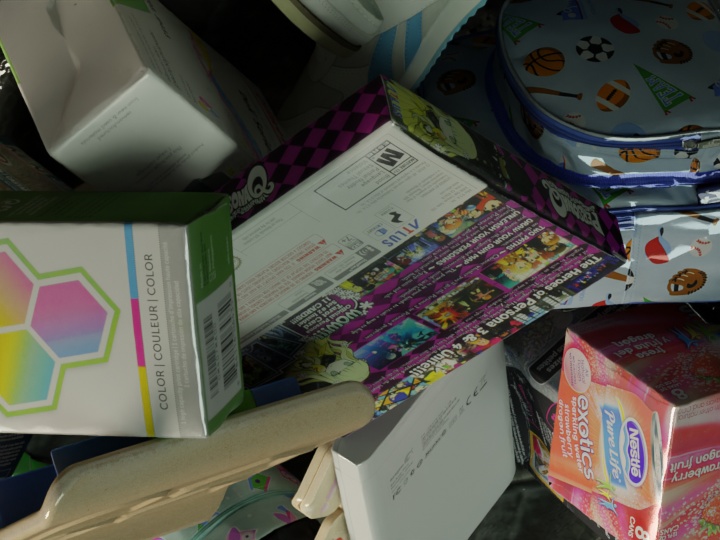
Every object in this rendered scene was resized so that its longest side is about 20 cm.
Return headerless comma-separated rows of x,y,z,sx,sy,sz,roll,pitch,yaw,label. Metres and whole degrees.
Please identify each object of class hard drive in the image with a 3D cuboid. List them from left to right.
0.040,0.108,1.466,0.132,0.027,0.200,-50,154,-23,hard drive

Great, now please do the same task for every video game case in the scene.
0.000,0.000,1.264,0.200,0.036,0.181,-34,138,30,video game case

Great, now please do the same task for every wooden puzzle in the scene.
-0.113,0.102,1.282,0.184,0.047,0.200,-16,169,-32,wooden puzzle

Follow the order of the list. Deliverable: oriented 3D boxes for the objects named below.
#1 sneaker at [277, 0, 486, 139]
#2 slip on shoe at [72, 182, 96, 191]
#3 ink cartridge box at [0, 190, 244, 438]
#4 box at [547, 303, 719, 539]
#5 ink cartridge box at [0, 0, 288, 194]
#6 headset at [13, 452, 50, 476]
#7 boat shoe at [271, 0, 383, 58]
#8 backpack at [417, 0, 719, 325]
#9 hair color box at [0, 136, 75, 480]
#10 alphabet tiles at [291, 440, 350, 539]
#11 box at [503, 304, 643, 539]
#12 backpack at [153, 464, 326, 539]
0.012,-0.144,1.314,0.081,0.077,0.200,30,118,-19,sneaker
-0.172,0.021,1.374,0.076,0.061,0.200,27,107,-26,slip on shoe
-0.158,0.019,1.210,0.199,0.059,0.104,1,107,18,ink cartridge box
0.210,0.072,1.394,0.199,0.095,0.103,-13,123,-32,box
-0.089,-0.067,1.290,0.067,0.117,0.200,-38,139,11,ink cartridge box
-0.115,0.083,1.436,0.199,0.094,0.124,-27,139,15,headset
-0.042,-0.185,1.215,0.068,0.075,0.200,-37,124,8,boat shoe
0.122,-0.063,1.365,0.189,0.200,0.155,-13,131,-8,backpack
-0.207,0.041,1.307,0.201,0.100,0.060,-61,157,15,hair color box
0.029,0.088,1.471,0.200,0.015,0.196,-3,120,-63,alphabet tiles
0.191,0.048,1.517,0.200,0.115,0.133,-36,140,-18,box
-0.071,0.201,1.546,0.167,0.126,0.200,-41,142,-19,backpack
